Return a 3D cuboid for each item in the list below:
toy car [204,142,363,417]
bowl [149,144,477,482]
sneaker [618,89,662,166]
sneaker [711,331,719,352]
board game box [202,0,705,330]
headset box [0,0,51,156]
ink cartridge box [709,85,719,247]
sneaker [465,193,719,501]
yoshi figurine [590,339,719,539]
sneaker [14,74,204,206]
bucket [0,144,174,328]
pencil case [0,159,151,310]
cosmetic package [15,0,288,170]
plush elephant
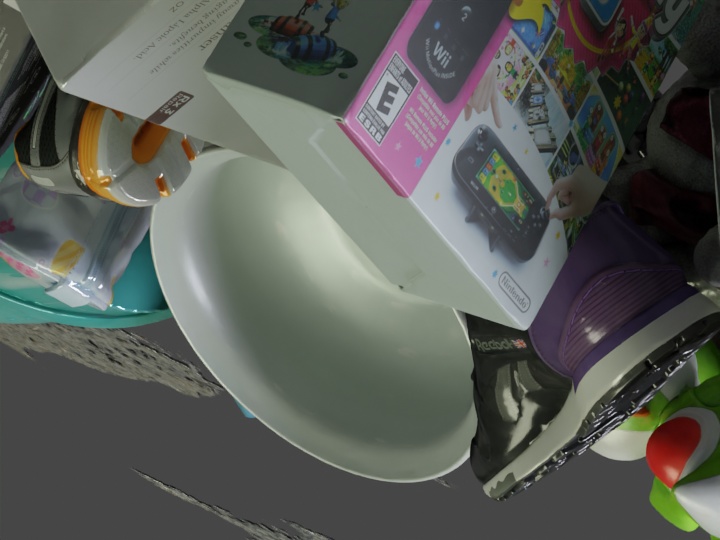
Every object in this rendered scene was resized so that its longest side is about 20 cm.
[{"bbox_3d":[-0.034,-0.048,1.293,0.200,0.184,0.177,60,175,5],"label":"toy car"},{"bbox_3d":[0.000,0.000,1.127,0.201,0.090,0.201,25,139,23],"label":"bowl"},{"bbox_3d":[0.111,-0.059,1.032,0.200,0.070,0.100,31,127,20],"label":"sneaker"},{"bbox_3d":[0.250,0.055,1.055,0.112,0.071,0.200,-5,-168,-31],"label":"sneaker"},{"bbox_3d":[0.052,-0.103,0.785,0.064,0.200,0.148,19,162,36],"label":"board game box"},{"bbox_3d":[-0.173,-0.135,1.044,0.093,0.174,0.200,31,-153,-4],"label":"headset box"},{"bbox_3d":[0.220,0.021,0.773,0.198,0.200,0.047,-9,168,30],"label":"ink cartridge box"},{"bbox_3d":[0.076,0.023,0.907,0.088,0.076,0.200,54,156,11],"label":"sneaker"},{"bbox_3d":[0.165,0.075,1.024,0.200,0.112,0.112,39,162,36],"label":"yoshi figurine"},{"bbox_3d":[-0.094,-0.111,1.059,0.077,0.200,0.078,-4,132,39],"label":"sneaker"},{"bbox_3d":[-0.165,-0.062,1.369,0.135,0.207,0.207,2,150,50],"label":"bucket"},{"bbox_3d":[-0.124,-0.077,1.237,0.091,0.200,0.083,28,174,35],"label":"pencil case"},{"bbox_3d":[-0.043,-0.114,0.936,0.200,0.113,0.081,16,-138,-58],"label":"cosmetic package"},{"bbox_3d":[0.168,-0.018,0.914,0.200,0.165,0.155,17,-152,-23],"label":"plush elephant"}]
